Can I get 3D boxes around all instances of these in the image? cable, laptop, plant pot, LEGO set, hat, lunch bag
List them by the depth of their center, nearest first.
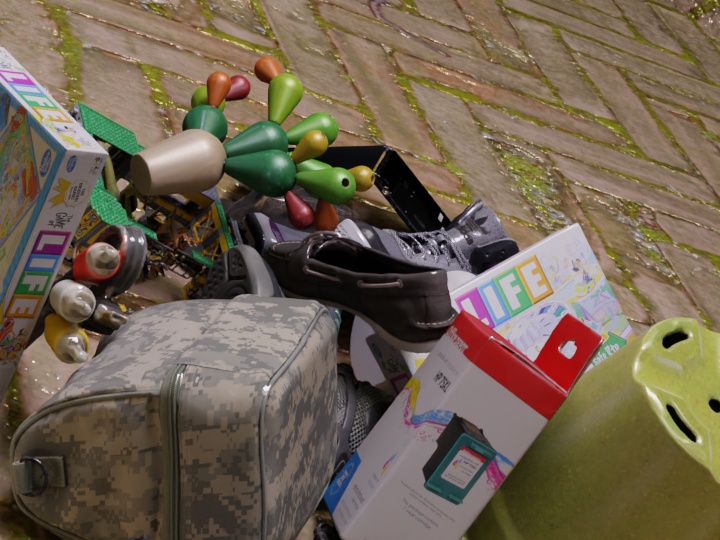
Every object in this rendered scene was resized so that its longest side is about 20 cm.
[{"bbox_3d":[-0.111,0.096,1.374,0.167,0.140,0.200,6,18,11],"label":"lunch bag"},{"bbox_3d":[-0.195,0.011,1.433,0.050,0.098,0.200,24,-10,-29],"label":"cable"},{"bbox_3d":[0.186,0.134,1.481,0.200,0.184,0.201,21,44,-22],"label":"plant pot"},{"bbox_3d":[-0.184,-0.019,1.640,0.200,0.116,0.154,22,36,-49],"label":"LEGO set"},{"bbox_3d":[-0.058,-0.034,1.820,0.200,0.081,0.201,24,22,-10],"label":"hat"},{"bbox_3d":[0.000,-0.048,1.990,0.200,0.103,0.177,52,12,-6],"label":"laptop"}]

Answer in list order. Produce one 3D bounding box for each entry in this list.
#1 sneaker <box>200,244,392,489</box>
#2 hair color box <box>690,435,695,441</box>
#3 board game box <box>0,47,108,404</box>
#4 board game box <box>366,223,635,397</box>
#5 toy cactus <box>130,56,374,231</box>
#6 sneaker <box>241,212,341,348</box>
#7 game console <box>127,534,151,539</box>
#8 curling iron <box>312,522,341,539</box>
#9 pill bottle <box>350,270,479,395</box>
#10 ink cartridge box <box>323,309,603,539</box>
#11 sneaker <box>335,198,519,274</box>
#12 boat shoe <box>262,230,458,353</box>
[{"bbox_3d":[-0.046,0.074,1.563,0.114,0.076,0.200,16,38,-42],"label":"sneaker"},{"bbox_3d":[0.266,0.150,1.586,0.065,0.110,0.200,-31,26,-35],"label":"hair color box"},{"bbox_3d":[-0.242,-0.024,1.408,0.034,0.201,0.134,3,31,-46],"label":"board game box"},{"bbox_3d":[0.113,0.066,1.634,0.200,0.034,0.135,-28,91,-35],"label":"board game box"},{"bbox_3d":[-0.091,-0.082,1.625,0.164,0.103,0.200,-16,43,-31],"label":"toy cactus"},{"bbox_3d":[-0.032,0.029,1.679,0.087,0.075,0.200,9,38,-28],"label":"sneaker"},{"bbox_3d":[-0.037,0.244,1.151,0.118,0.171,0.200,-14,37,-20],"label":"game console"},{"bbox_3d":[0.034,0.224,1.398,0.200,0.026,0.049,39,17,32],"label":"curling iron"},{"bbox_3d":[0.099,0.065,1.726,0.199,0.116,0.116,14,24,-28],"label":"pill bottle"},{"bbox_3d":[0.064,0.099,1.442,0.067,0.200,0.116,36,2,-10],"label":"ink cartridge box"},{"bbox_3d":[0.057,-0.017,1.788,0.076,0.114,0.200,54,8,33],"label":"sneaker"},{"bbox_3d":[0.000,0.000,1.570,0.067,0.057,0.200,-15,26,-35],"label":"boat shoe"}]
